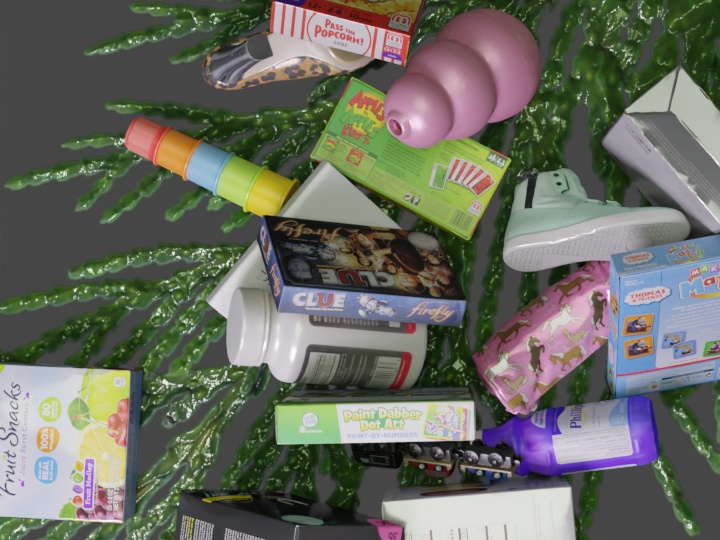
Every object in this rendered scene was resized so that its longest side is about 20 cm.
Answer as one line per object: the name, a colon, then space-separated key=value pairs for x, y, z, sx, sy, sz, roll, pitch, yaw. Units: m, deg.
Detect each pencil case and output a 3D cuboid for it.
pencil case: x=0.217 y=0.068 z=1.500 sx=0.200 sy=0.087 sz=0.083 roll=-40 pitch=43 yaw=0

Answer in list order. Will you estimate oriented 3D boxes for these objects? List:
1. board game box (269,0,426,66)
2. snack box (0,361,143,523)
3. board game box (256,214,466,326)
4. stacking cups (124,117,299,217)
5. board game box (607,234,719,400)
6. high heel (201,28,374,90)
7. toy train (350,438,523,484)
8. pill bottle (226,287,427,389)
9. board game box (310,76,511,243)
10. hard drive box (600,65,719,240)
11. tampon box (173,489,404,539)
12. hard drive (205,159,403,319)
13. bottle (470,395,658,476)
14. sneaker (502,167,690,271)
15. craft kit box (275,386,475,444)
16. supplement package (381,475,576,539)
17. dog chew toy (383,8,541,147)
board game box: x=0.001 y=-0.320 z=1.499 sx=0.151 sy=0.046 sz=0.201 roll=15 pitch=51 yaw=4
snack box: x=-0.349 y=0.188 z=1.531 sx=0.199 sy=0.068 sz=0.170 roll=2 pitch=87 yaw=5
board game box: x=0.000 y=0.000 z=1.451 sx=0.199 sy=0.136 sz=0.035 roll=5 pitch=123 yaw=-19
stacking cups: x=-0.169 y=-0.113 z=1.549 sx=0.199 sy=0.061 sz=0.061 roll=24 pitch=88 yaw=9
board game box: x=0.336 y=0.049 z=1.443 sx=0.150 sy=0.201 sz=0.037 roll=-10 pitch=47 yaw=-1
high heel: x=-0.076 y=-0.244 z=1.555 sx=0.199 sy=0.142 sz=0.072 roll=-10 pitch=89 yaw=-32
toy train: x=0.081 y=0.203 z=1.491 sx=0.199 sy=0.034 sz=0.046 roll=3 pitch=116 yaw=26
pill bottle: x=-0.038 y=0.067 z=1.470 sx=0.199 sy=0.111 sz=0.111 roll=6 pitch=87 yaw=-17
board game box: x=0.056 y=-0.122 z=1.536 sx=0.199 sy=0.048 sz=0.102 roll=28 pitch=88 yaw=4
hard drive box: x=0.339 y=-0.115 z=1.444 sx=0.077 sy=0.200 sz=0.156 roll=-39 pitch=86 yaw=0
tampon box: x=-0.080 y=0.305 z=1.423 sx=0.199 sy=0.149 sz=0.127 roll=4 pitch=86 yaw=47
hard drive: x=-0.057 y=-0.004 z=1.521 sx=0.132 sy=0.027 sz=0.200 roll=41 pitch=90 yaw=-22
bottle: x=0.220 y=0.183 z=1.490 sx=0.199 sy=0.084 sz=0.066 roll=-10 pitch=106 yaw=15
sneaker: x=0.252 y=-0.071 z=1.480 sx=0.199 sy=0.074 sz=0.119 roll=-7 pitch=53 yaw=20
craft kit box: x=0.020 y=0.150 z=1.447 sx=0.199 sy=0.198 sz=0.049 roll=-2 pitch=86 yaw=4
supplement package: x=0.126 y=0.285 z=1.474 sx=0.199 sy=0.114 sz=0.110 roll=-5 pitch=88 yaw=2
dog chew toy: x=0.103 y=-0.197 z=1.473 sx=0.200 sy=0.125 sz=0.125 roll=-37 pitch=85 yaw=-32
